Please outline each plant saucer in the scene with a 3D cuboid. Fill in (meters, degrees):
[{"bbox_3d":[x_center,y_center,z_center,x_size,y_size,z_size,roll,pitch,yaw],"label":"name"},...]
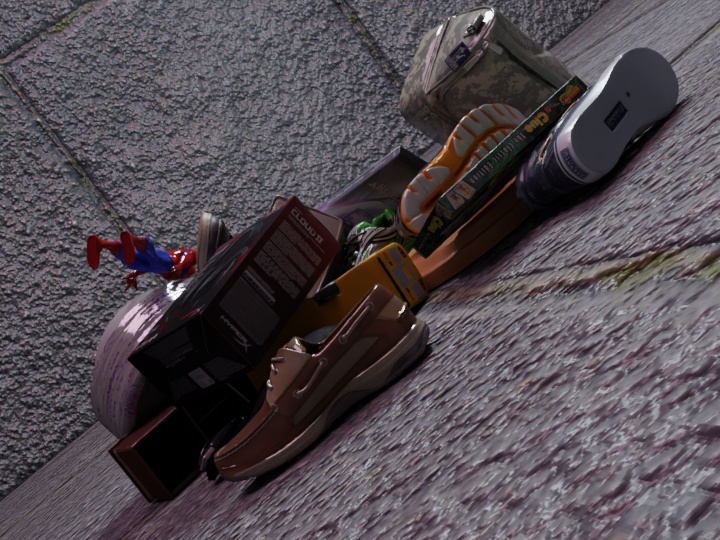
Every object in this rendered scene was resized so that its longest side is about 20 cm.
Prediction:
[{"bbox_3d":[0.114,-0.044,1.053,0.199,0.032,0.200,-38,5,4],"label":"plant saucer"}]

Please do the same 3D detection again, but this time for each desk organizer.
[{"bbox_3d":[-0.159,0.149,1.057,0.200,0.072,0.077,-42,9,-30],"label":"desk organizer"}]

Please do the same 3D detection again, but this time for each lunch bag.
[{"bbox_3d":[0.165,-0.213,1.182,0.167,0.199,0.141,-16,48,59],"label":"lunch bag"}]

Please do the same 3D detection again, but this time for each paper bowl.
[{"bbox_3d":[-0.217,0.102,1.135,0.200,0.104,0.203,-38,-36,-34],"label":"paper bowl"}]

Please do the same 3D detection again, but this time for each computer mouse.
[{"bbox_3d":[-0.064,0.103,0.907,0.199,0.053,0.139,-35,6,30],"label":"computer mouse"}]

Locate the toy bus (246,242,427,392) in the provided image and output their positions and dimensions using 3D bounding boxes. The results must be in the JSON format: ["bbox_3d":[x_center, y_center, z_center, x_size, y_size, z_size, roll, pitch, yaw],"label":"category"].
[{"bbox_3d":[-0.032,0.054,1.000,0.199,0.066,0.078,-35,-1,31],"label":"toy bus"}]

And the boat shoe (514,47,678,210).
[{"bbox_3d":[0.214,-0.133,0.924,0.200,0.071,0.091,-42,5,-36],"label":"boat shoe"}]

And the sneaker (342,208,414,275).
[{"bbox_3d":[0.000,0.000,1.150,0.078,0.086,0.200,-33,9,41],"label":"sneaker"}]

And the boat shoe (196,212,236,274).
[{"bbox_3d":[-0.152,-0.007,1.185,0.201,0.064,0.073,89,-175,-63],"label":"boat shoe"}]

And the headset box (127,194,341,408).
[{"bbox_3d":[-0.118,0.024,0.992,0.148,0.077,0.201,-28,22,46],"label":"headset box"}]

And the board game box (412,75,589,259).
[{"bbox_3d":[0.132,-0.097,0.952,0.200,0.023,0.105,-42,-12,-22],"label":"board game box"}]

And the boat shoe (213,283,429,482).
[{"bbox_3d":[-0.040,0.086,0.789,0.199,0.072,0.076,-38,6,0],"label":"boat shoe"}]

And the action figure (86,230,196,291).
[{"bbox_3d":[-0.226,-0.007,1.099,0.064,0.053,0.200,-11,-6,14],"label":"action figure"}]

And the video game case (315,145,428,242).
[{"bbox_3d":[0.036,-0.069,1.247,0.199,0.142,0.019,-32,41,42],"label":"video game case"}]

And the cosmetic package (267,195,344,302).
[{"bbox_3d":[-0.071,-0.005,1.211,0.200,0.086,0.105,81,-151,-79],"label":"cosmetic package"}]

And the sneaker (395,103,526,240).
[{"bbox_3d":[0.105,-0.105,1.065,0.199,0.078,0.077,-40,-3,-22],"label":"sneaker"}]
